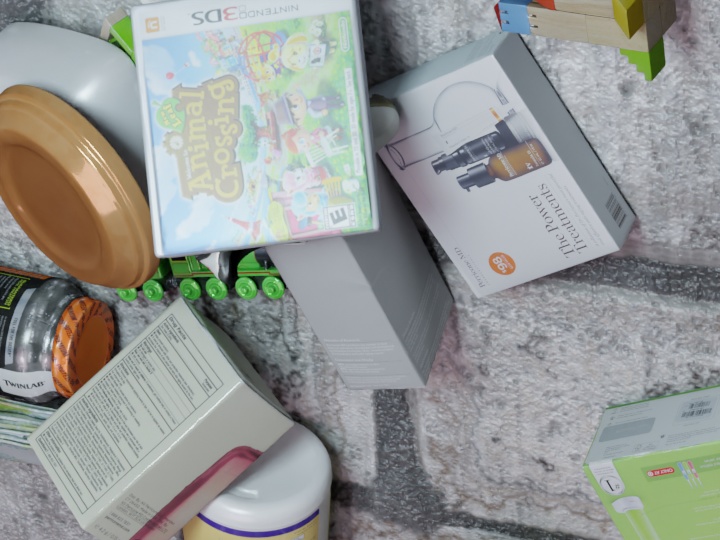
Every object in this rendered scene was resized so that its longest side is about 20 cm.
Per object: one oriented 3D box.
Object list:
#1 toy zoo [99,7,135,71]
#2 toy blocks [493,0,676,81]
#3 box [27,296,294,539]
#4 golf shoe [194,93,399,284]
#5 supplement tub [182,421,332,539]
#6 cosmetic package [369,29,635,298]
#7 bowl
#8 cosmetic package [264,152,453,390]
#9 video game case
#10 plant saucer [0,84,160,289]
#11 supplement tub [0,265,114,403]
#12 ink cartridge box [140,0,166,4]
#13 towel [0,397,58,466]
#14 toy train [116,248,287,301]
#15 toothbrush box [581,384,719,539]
[{"bbox_3d":[-0.155,-0.116,1.703,0.200,0.020,0.131,50,157,7],"label":"toy zoo"},{"bbox_3d":[0.154,-0.247,1.476,0.136,0.100,0.201,13,132,31],"label":"toy blocks"},{"bbox_3d":[-0.183,0.148,1.843,0.128,0.200,0.109,50,-177,38],"label":"box"},{"bbox_3d":[-0.048,-0.064,1.606,0.199,0.073,0.092,-32,69,4],"label":"golf shoe"},{"bbox_3d":[-0.103,0.255,1.957,0.145,0.146,0.201,16,131,14],"label":"supplement tub"},{"bbox_3d":[0.109,-0.085,1.647,0.150,0.052,0.200,-19,115,39],"label":"cosmetic package"},{"bbox_3d":[-0.249,-0.110,1.744,0.199,0.075,0.201,18,139,44],"label":"bowl"},{"bbox_3d":[0.000,0.000,1.707,0.090,0.107,0.200,-5,134,30],"label":"cosmetic package"},{"bbox_3d":[-0.082,-0.119,1.561,0.181,0.022,0.202,-7,87,10],"label":"video game case"},{"bbox_3d":[-0.249,-0.062,1.685,0.200,0.037,0.201,34,147,26],"label":"plant saucer"},{"bbox_3d":[-0.347,0.058,1.937,0.199,0.123,0.123,11,130,19],"label":"supplement tub"},{"bbox_3d":[-0.087,-0.174,1.660,0.116,0.067,0.201,-7,122,31],"label":"ink cartridge box"},{"bbox_3d":[-0.320,0.168,2.000,0.170,0.048,0.200,12,168,21],"label":"towel"},{"bbox_3d":[-0.146,-0.004,1.847,0.199,0.042,0.057,-2,114,28],"label":"toy train"},{"bbox_3d":[0.307,0.207,1.756,0.145,0.086,0.201,-15,117,34],"label":"toothbrush box"}]
